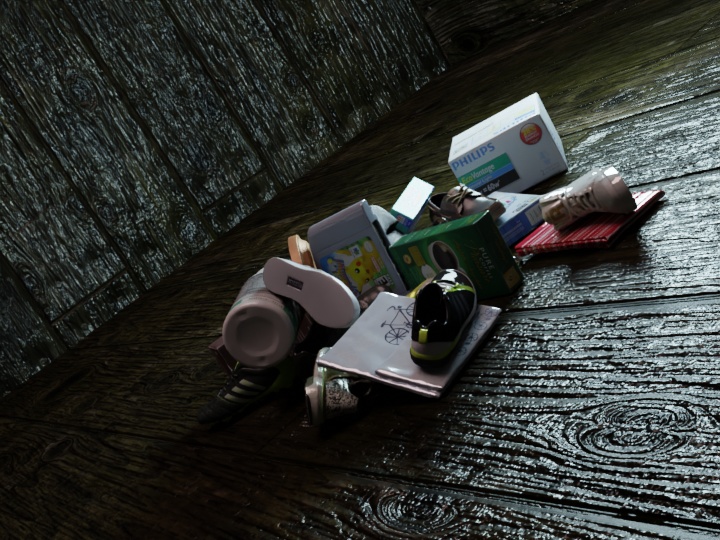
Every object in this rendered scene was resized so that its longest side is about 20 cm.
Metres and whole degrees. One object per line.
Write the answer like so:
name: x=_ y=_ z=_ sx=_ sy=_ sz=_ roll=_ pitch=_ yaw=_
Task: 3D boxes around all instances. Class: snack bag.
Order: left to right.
snack bag: x=0.066 y=0.090 z=1.375 sx=0.199 sy=0.021 sz=0.189 roll=12 pitch=39 yaw=32

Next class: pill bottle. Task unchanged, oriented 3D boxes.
pill bottle: x=-0.147 y=0.067 z=1.615 sx=0.113 sy=0.113 sz=0.200 roll=-29 pitch=15 yaw=14

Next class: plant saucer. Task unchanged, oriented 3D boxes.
plant saucer: x=-0.074 y=0.035 z=1.683 sx=0.032 sy=0.201 sz=0.200 roll=-19 pitch=14 yaw=1

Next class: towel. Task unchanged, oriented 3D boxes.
towel: x=0.337 y=-0.069 z=1.499 sx=0.144 sy=0.023 sz=0.200 roll=-38 pitch=16 yaw=-28

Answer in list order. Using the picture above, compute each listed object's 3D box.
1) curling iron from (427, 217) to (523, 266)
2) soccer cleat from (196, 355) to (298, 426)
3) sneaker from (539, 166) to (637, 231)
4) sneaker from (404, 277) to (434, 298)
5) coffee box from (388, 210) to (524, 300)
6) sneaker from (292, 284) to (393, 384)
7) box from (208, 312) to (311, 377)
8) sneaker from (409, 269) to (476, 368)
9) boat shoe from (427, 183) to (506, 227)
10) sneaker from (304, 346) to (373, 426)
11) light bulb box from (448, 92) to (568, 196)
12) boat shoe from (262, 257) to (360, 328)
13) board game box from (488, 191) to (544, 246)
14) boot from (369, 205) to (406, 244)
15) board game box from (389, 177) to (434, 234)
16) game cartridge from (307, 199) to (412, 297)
curling iron: x=0.176 y=-0.040 z=1.597 sx=0.200 sy=0.026 sz=0.050 roll=24 pitch=85 yaw=46
soccer cleat: x=-0.194 y=0.188 z=1.662 sx=0.199 sy=0.081 sz=0.068 roll=-29 pitch=14 yaw=14
sneaker: x=0.319 y=-0.093 z=1.444 sx=0.115 sy=0.074 sz=0.200 roll=-30 pitch=4 yaw=4
sneaker: x=0.054 y=0.090 z=1.504 sx=0.200 sy=0.076 sz=0.105 roll=-35 pitch=-2 yaw=-29
coffee box: x=0.142 y=-0.011 z=1.525 sx=0.044 sy=0.123 sz=0.200 roll=-38 pitch=13 yaw=-36
sneaker: x=-0.024 y=0.090 z=1.555 sx=0.076 sy=0.091 sz=0.200 roll=30 pitch=68 yaw=38
box: x=-0.157 y=0.118 z=1.790 sx=0.200 sy=0.100 sz=0.075 roll=-36 pitch=13 yaw=-20
sneaker: x=0.111 y=0.044 z=1.334 sx=0.071 sy=0.083 sz=0.200 roll=2 pitch=35 yaw=14
boat shoe: x=0.167 y=-0.103 z=1.701 sx=0.074 sy=0.073 sz=0.200 roll=-39 pitch=15 yaw=-23
sneaker: x=-0.025 y=0.167 z=1.438 sx=0.088 sy=0.077 sz=0.200 roll=2 pitch=18 yaw=6
light bulb box: x=0.285 y=-0.228 z=1.957 sx=0.198 sy=0.125 sz=0.200 roll=-27 pitch=15 yaw=17
boat shoe: x=-0.063 y=0.034 z=1.517 sx=0.200 sy=0.072 sz=0.066 roll=20 pitch=9 yaw=41
board game box: x=0.202 y=-0.062 z=1.730 sx=0.200 sy=0.043 sz=0.199 roll=-35 pitch=15 yaw=-9
boot: x=0.030 y=0.003 z=1.699 sx=0.069 sy=0.200 sz=0.174 roll=-29 pitch=-16 yaw=-48
board game box: x=0.057 y=-0.049 z=1.788 sx=0.201 sy=0.045 sz=0.152 roll=-65 pitch=-5 yaw=31
game cartridge: x=0.000 y=0.000 z=1.632 sx=0.133 sy=0.201 sz=0.040 roll=-25 pitch=7 yaw=33
